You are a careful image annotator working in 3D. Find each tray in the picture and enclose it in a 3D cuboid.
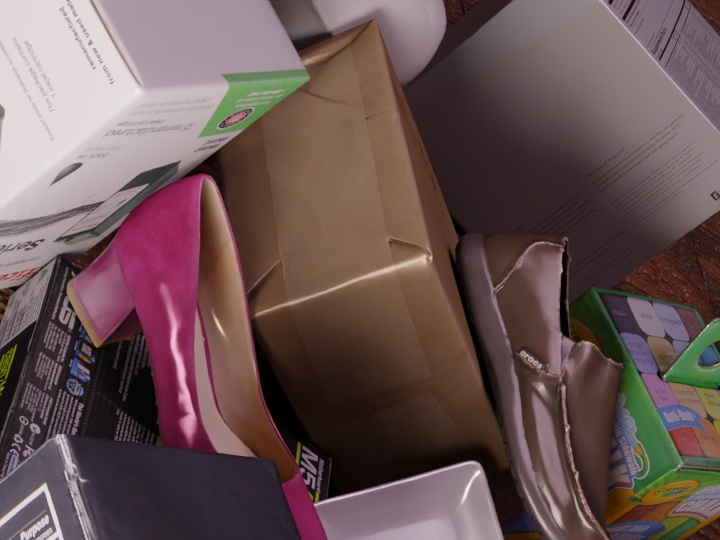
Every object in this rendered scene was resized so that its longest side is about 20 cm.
[{"bbox_3d":[0.039,0.205,1.096,0.107,0.022,0.200,-12,81,-26],"label":"tray"}]

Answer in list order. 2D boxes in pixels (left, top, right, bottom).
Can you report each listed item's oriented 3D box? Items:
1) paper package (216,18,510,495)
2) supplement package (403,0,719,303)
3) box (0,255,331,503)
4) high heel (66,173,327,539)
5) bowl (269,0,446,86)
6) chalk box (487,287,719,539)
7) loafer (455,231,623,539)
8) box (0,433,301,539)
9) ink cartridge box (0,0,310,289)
[{"bbox_3d":[0.000,0.000,1.181,0.200,0.103,0.191,65,10,-49],"label":"paper package"},{"bbox_3d":[0.152,-0.110,1.503,0.200,0.191,0.147,47,29,-9],"label":"supplement package"},{"bbox_3d":[-0.103,0.115,1.046,0.193,0.047,0.200,41,30,-24],"label":"box"},{"bbox_3d":[-0.055,0.054,1.036,0.200,0.096,0.067,57,28,12],"label":"high heel"},{"bbox_3d":[-0.066,-0.162,1.218,0.200,0.200,0.075,59,37,-44],"label":"bowl"},{"bbox_3d":[0.155,0.095,1.270,0.124,0.200,0.124,11,49,-49],"label":"chalk box"},{"bbox_3d":[0.107,0.066,1.144,0.073,0.071,0.200,44,29,-76],"label":"loafer"},{"bbox_3d":[-0.101,0.197,0.798,0.123,0.200,0.199,11,48,-48],"label":"box"},{"bbox_3d":[-0.147,-0.069,1.032,0.146,0.200,0.084,-14,72,-58],"label":"ink cartridge box"}]
